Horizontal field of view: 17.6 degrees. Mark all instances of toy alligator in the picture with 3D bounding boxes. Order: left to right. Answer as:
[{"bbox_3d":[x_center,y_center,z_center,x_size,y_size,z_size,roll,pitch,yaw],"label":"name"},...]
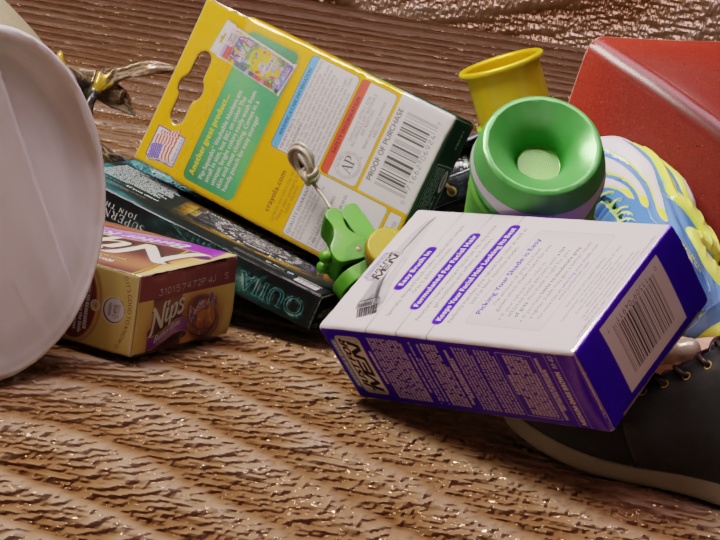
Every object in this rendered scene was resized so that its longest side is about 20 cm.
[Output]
[{"bbox_3d":[0.000,0.000,1.506,0.054,0.059,0.200,-33,70,-26],"label":"toy alligator"}]

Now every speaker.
[{"bbox_3d":[0.102,-0.021,1.459,0.088,0.200,0.089,2,57,-3],"label":"speaker"}]

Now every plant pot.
[{"bbox_3d":[0.262,-0.046,1.737,0.199,0.201,0.176,-4,30,-47],"label":"plant pot"}]

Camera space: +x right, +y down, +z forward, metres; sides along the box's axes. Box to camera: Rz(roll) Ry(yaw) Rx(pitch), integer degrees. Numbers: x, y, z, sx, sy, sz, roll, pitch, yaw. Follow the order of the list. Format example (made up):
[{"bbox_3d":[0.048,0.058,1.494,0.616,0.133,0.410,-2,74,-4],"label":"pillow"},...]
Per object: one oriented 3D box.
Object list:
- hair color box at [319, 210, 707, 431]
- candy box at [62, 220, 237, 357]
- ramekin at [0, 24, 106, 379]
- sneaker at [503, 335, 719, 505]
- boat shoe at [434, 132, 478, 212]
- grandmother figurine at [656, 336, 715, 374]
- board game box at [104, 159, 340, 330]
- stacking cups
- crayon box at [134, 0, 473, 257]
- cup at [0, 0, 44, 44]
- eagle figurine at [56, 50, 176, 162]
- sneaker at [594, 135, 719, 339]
[{"bbox_3d":[0.086,0.025,1.339,0.199,0.065,0.109,7,46,45],"label":"hair color box"},{"bbox_3d":[-0.192,0.000,1.470,0.199,0.057,0.117,13,12,26],"label":"candy box"},{"bbox_3d":[-0.240,-0.039,1.309,0.094,0.203,0.202,4,7,34],"label":"ramekin"},{"bbox_3d":[0.182,0.067,1.318,0.199,0.107,0.075,14,13,21],"label":"sneaker"},{"bbox_3d":[0.044,-0.063,1.656,0.199,0.091,0.071,0,60,-31],"label":"boat shoe"},{"bbox_3d":[0.173,0.059,1.475,0.199,0.061,0.121,0,-17,-25],"label":"grandmother figurine"},{"bbox_3d":[-0.096,-0.020,1.574,0.199,0.028,0.135,27,11,13],"label":"board game box"},{"bbox_3d":[0.122,-0.047,1.578,0.060,0.201,0.061,-16,10,3],"label":"stacking cups"},{"bbox_3d":[-0.039,-0.088,1.591,0.199,0.126,0.052,28,6,17],"label":"crayon box"},{"bbox_3d":[-0.309,-0.137,1.618,0.199,0.144,0.200,-19,18,6],"label":"cup"},{"bbox_3d":[-0.226,-0.097,1.797,0.151,0.151,0.200,-27,39,17],"label":"eagle figurine"},{"bbox_3d":[0.193,-0.028,1.595,0.105,0.076,0.200,26,25,-53],"label":"sneaker"}]
